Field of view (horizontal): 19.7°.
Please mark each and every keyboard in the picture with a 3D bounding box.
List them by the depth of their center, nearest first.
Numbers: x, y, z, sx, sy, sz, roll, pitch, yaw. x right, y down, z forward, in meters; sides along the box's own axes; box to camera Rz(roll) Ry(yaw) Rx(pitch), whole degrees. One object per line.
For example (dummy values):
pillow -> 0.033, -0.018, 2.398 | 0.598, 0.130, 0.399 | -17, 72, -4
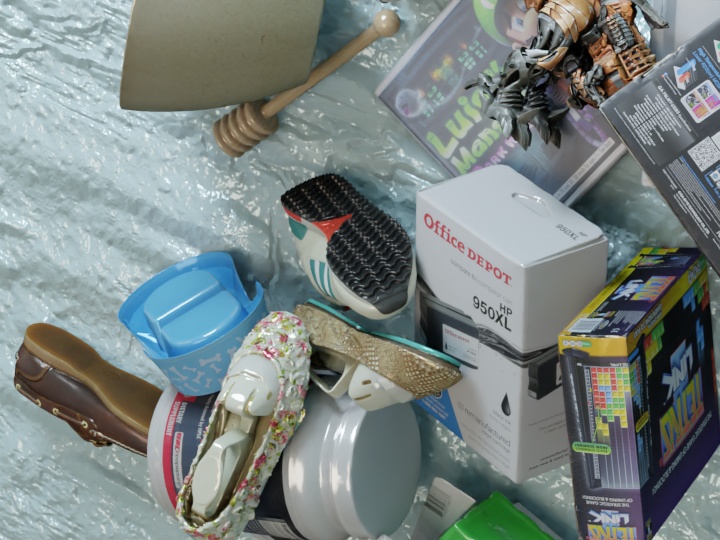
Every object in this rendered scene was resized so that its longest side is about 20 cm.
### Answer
keyboard -> 0.241, -0.158, 1.537 | 0.056, 0.011, 0.200 | 5, 104, 14

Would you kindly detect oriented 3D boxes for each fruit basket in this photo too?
fruit basket -> 0.114, 0.286, 1.766 | 0.185, 0.094, 0.200 | 39, 144, 20

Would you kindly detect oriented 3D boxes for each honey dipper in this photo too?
honey dipper -> -0.043, -0.156, 1.705 | 0.200, 0.038, 0.038 | -33, 90, 34

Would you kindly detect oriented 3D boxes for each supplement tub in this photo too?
supplement tub -> -0.065, 0.154, 1.744 | 0.200, 0.140, 0.141 | 3, 110, 29

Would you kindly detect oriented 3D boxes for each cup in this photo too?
cup -> -0.101, -0.212, 1.643 | 0.143, 0.200, 0.201 | 11, 117, -3

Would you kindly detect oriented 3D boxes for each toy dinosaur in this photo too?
toy dinosaur -> 0.154, -0.163, 1.546 | 0.136, 0.102, 0.200 | -53, 52, 19

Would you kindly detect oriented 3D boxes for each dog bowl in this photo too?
dog bowl -> -0.135, 0.047, 1.762 | 0.050, 0.111, 0.200 | 63, 170, -24

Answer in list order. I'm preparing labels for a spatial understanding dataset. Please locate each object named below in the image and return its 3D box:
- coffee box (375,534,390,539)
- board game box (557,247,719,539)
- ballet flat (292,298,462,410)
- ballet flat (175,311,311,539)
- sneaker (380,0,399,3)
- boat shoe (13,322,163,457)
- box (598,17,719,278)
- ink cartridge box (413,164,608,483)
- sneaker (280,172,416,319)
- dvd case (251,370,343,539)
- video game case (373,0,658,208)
coffee box -> 0.011, 0.321, 1.735 | 0.080, 0.113, 0.200 | 43, 160, 28
board game box -> 0.213, 0.091, 1.552 | 0.057, 0.200, 0.166 | 0, 109, 27
ballet flat -> 0.005, 0.077, 1.651 | 0.200, 0.070, 0.065 | 18, 76, 55
ballet flat -> -0.093, 0.128, 1.646 | 0.076, 0.064, 0.200 | 19, 92, 23
sneaker -> 0.028, -0.308, 1.591 | 0.079, 0.074, 0.200 | -7, 111, 22
boat shoe -> -0.237, 0.125, 1.907 | 0.200, 0.070, 0.070 | 32, 115, 26
box -> 0.301, -0.091, 1.434 | 0.198, 0.050, 0.200 | -36, 74, 8
ink cartridge box -> 0.113, 0.039, 1.613 | 0.145, 0.084, 0.200 | 37, 137, 46
sneaker -> -0.001, 0.000, 1.680 | 0.200, 0.070, 0.093 | 48, 160, 54
dvd case -> -0.058, 0.160, 1.843 | 0.150, 0.025, 0.200 | 36, 121, 13
video game case -> 0.129, -0.141, 1.619 | 0.182, 0.023, 0.200 | 47, 125, 7
